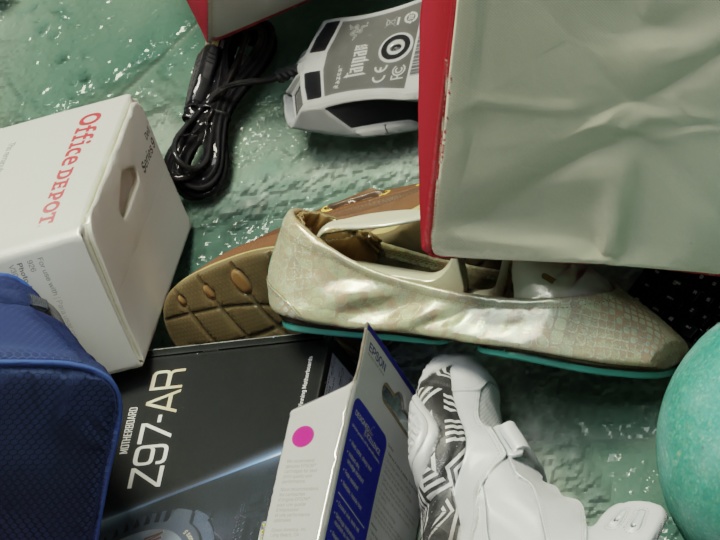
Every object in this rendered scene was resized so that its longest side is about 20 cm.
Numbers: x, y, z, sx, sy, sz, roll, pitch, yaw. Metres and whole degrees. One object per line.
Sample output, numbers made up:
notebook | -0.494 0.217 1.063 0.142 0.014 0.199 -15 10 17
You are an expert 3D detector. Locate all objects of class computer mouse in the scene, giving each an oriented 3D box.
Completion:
computer mouse | -0.003 -0.094 1.470 0.199 0.044 0.110 -6 50 28

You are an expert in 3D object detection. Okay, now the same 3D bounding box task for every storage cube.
storage cube | 0.118 -0.118 1.276 0.170 0.201 0.180 5 36 -2

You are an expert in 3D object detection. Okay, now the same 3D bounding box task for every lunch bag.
lunch bag | -0.207 0.072 1.292 0.132 0.199 0.137 41 122 53

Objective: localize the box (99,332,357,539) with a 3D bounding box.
box | -0.090 0.130 1.340 0.159 0.044 0.201 -6 55 28

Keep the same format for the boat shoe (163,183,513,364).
boat shoe | 0.000 -0.001 1.390 0.199 0.072 0.068 -17 21 20

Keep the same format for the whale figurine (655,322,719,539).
whale figurine | 0.219 0.066 1.191 0.199 0.104 0.160 -11 68 20

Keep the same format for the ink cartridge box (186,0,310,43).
ink cartridge box | -0.058 -0.244 1.493 0.144 0.083 0.201 -25 74 -9

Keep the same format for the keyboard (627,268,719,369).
keyboard | 0.209 0.022 1.286 0.199 0.040 0.104 30 74 36

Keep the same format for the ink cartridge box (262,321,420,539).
ink cartridge box | -0.011 0.133 1.274 0.037 0.095 0.201 -1 57 25

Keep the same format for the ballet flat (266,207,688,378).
ballet flat | 0.053 0.007 1.308 0.198 0.063 0.067 7 14 8

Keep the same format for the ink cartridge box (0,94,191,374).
ink cartridge box | -0.198 0.001 1.433 0.199 0.088 0.146 -16 27 16

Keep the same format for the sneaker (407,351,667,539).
sneaker | 0.080 0.114 1.263 0.114 0.075 0.201 -4 43 7
